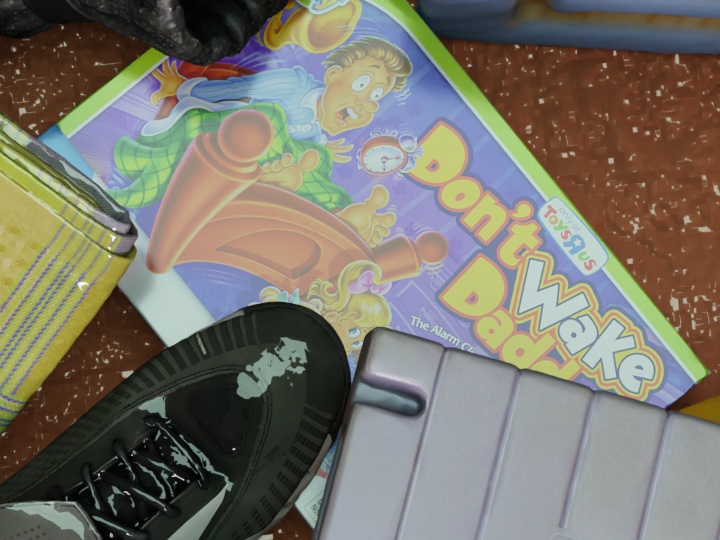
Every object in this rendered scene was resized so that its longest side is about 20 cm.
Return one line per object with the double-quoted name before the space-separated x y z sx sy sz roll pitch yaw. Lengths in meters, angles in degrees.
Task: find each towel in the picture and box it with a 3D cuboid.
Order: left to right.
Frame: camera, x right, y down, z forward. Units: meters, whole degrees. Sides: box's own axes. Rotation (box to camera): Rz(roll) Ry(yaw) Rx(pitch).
"towel" -0.173 0.014 0.772 0.143 0.023 0.200 36 114 -6

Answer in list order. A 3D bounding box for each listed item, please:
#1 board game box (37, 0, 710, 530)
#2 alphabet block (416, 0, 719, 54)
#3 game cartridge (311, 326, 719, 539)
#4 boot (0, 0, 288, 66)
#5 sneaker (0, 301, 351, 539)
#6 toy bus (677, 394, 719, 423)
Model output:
"board game box" 0.000 0.000 0.819 0.134 0.045 0.200 -39 87 -5
"alphabet block" 0.118 -0.183 0.766 0.194 0.196 0.201 2 84 -3
"game cartridge" 0.038 0.127 0.637 0.129 0.038 0.201 17 75 -7
"boot" -0.112 -0.086 0.781 0.157 0.079 0.212 26 83 23
"sneaker" -0.086 0.084 0.758 0.200 0.090 0.067 -37 89 14
"toy bus" 0.140 0.077 0.780 0.199 0.065 0.078 -20 41 -17
